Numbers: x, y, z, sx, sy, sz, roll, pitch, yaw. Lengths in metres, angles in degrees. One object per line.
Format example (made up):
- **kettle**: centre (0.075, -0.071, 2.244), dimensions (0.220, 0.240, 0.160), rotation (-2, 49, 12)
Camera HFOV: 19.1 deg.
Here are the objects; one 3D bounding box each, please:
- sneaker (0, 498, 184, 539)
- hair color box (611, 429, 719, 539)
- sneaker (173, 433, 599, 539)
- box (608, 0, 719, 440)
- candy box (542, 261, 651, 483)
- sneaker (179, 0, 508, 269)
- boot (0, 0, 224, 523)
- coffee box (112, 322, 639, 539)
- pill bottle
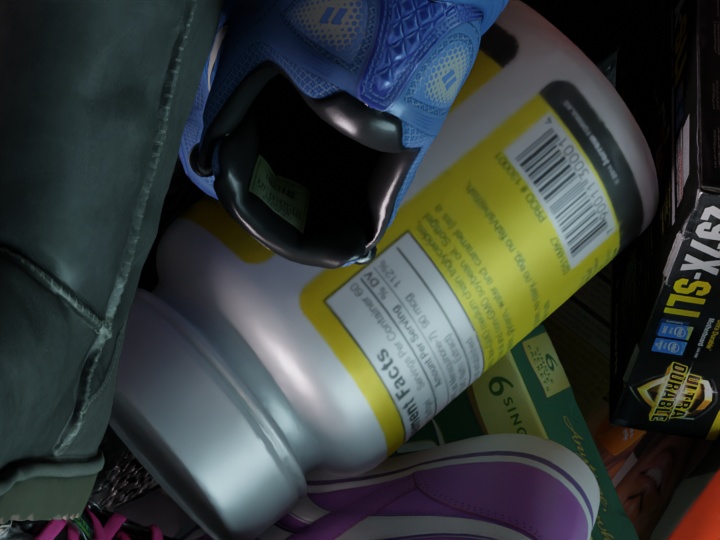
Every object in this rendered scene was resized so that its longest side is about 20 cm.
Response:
- **sneaker**: centre (-0.107, 0.091, 0.688), dimensions (0.074, 0.200, 0.088), rotation (-87, -172, -57)
- **hair color box**: centre (0.149, 0.096, 0.881), dimensions (0.200, 0.061, 0.102), rotation (-55, -170, 5)
- **sneaker**: centre (-0.017, 0.127, 0.764), dimensions (0.200, 0.073, 0.114), rotation (-24, -156, 36)
- **box**: centre (0.135, -0.059, 0.835), dimensions (0.160, 0.049, 0.200), rotation (102, -5, -54)
- **candy box**: centre (0.113, 0.054, 0.949), dimensions (0.200, 0.055, 0.115), rotation (-45, 149, -10)
- **sneaker**: centre (-0.023, -0.046, 0.617), dimensions (0.089, 0.078, 0.200), rotation (-67, -169, -16)
- **boot**: centre (-0.077, -0.042, 0.514), dimensions (0.182, 0.072, 0.200), rotation (17, 94, -83)
- **coffee box**: centre (0.006, 0.111, 0.853), dimensions (0.200, 0.123, 0.044), rotation (-24, 176, 26)
- **pill bottle**: centre (0.000, 0.000, 0.767), dimensions (0.200, 0.114, 0.114), rotation (-40, 157, -14)
